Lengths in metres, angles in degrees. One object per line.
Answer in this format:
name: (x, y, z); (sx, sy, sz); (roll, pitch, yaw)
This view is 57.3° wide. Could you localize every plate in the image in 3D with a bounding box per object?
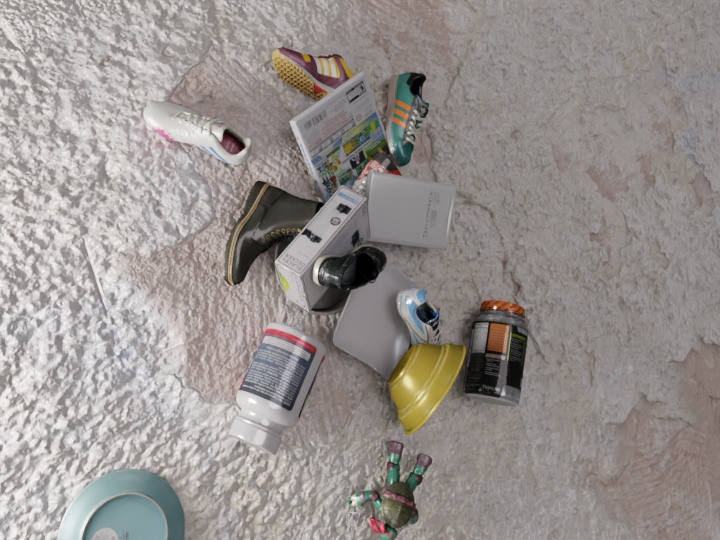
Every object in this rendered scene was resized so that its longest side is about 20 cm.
plate: (-0.374, 0.422, 1.046); (0.196, 0.025, 0.206); (4, 81, -28)
plate: (0.034, 0.088, 1.291); (0.199, 0.032, 0.203); (36, 67, -38)

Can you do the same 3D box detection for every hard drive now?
hard drive: (0.097, -0.117, 1.319); (0.196, 0.026, 0.135); (5, 98, -26)

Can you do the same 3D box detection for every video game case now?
video game case: (-0.032, -0.259, 1.302); (0.199, 0.022, 0.185); (-42, 125, -28)

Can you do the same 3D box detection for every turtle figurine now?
turtle figurine: (0.065, 0.435, 1.243); (0.148, 0.100, 0.203); (34, 62, -19)

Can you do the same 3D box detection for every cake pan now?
cake pan: (-0.079, -0.014, 1.267); (0.196, 0.037, 0.206); (5, 79, -27)

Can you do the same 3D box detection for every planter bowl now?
planter bowl: (0.110, 0.203, 1.257); (0.083, 0.201, 0.202); (35, 67, -1)

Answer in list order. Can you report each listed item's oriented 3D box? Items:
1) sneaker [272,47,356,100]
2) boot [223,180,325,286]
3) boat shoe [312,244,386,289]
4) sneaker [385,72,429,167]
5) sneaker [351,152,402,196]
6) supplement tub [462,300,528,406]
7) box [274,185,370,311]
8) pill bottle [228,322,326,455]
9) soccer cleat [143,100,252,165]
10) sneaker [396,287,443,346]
sneaker: (-0.084, -0.398, 1.308); (0.198, 0.074, 0.092); (27, 72, -32)
boot: (-0.154, -0.057, 1.178); (0.135, 0.078, 0.204); (15, 74, 9)
boat shoe: (0.000, -0.002, 1.171); (0.198, 0.065, 0.076); (-2, 106, -55)
sneaker: (0.102, -0.320, 1.377); (0.071, 0.078, 0.205); (17, 71, -59)
sneaker: (0.065, -0.134, 1.353); (0.108, 0.067, 0.201); (-49, 118, -7)
supplement tub: (0.286, 0.174, 1.385); (0.120, 0.122, 0.205); (19, 74, -24)
box: (-0.063, -0.040, 1.187); (0.059, 0.118, 0.201); (28, 64, 22)
pill bottle: (-0.148, 0.206, 1.148); (0.118, 0.119, 0.203); (31, 69, -20)
soccer cleat: (-0.281, -0.253, 1.168); (0.197, 0.086, 0.071); (22, 72, -23)
sneaker: (0.134, 0.118, 1.317); (0.072, 0.071, 0.202); (-55, 133, -33)
